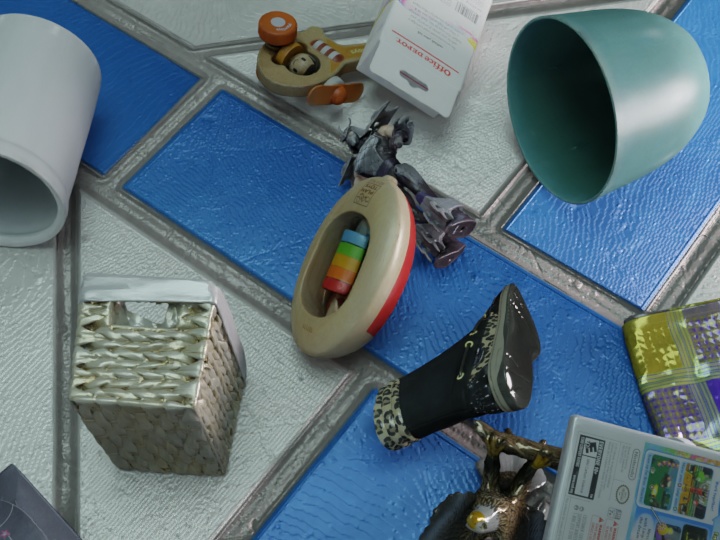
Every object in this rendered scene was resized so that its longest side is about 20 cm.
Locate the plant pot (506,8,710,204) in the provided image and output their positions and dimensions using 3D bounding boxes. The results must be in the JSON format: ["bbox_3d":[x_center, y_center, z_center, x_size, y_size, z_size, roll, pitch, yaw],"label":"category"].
[{"bbox_3d":[0.279,-0.190,1.321,0.159,0.202,0.202,-17,56,-23],"label":"plant pot"}]

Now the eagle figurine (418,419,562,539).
[{"bbox_3d":[0.116,0.245,1.103,0.151,0.149,0.203,13,86,58],"label":"eagle figurine"}]

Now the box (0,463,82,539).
[{"bbox_3d":[-0.289,0.298,1.080,0.132,0.115,0.199,-40,63,-21],"label":"box"}]

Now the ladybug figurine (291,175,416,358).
[{"bbox_3d":[0.000,0.000,1.251,0.135,0.071,0.202,23,87,52],"label":"ladybug figurine"}]

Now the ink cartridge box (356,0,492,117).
[{"bbox_3d":[0.071,-0.265,1.423,0.116,0.067,0.202,30,58,-14],"label":"ink cartridge box"}]

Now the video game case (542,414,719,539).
[{"bbox_3d":[0.245,0.245,1.044,0.179,0.024,0.203,14,83,-2],"label":"video game case"}]

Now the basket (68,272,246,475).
[{"bbox_3d":[-0.190,0.105,1.152,0.133,0.201,0.125,3,61,5],"label":"basket"}]

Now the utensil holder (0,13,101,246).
[{"bbox_3d":[-0.386,-0.158,1.350,0.167,0.171,0.203,3,56,6],"label":"utensil holder"}]

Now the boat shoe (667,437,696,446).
[{"bbox_3d":[0.331,0.246,1.109,0.065,0.073,0.202,2,58,-41],"label":"boat shoe"}]

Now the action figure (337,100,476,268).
[{"bbox_3d":[0.040,-0.097,1.318,0.069,0.131,0.200,-20,58,-43],"label":"action figure"}]

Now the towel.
[{"bbox_3d":[0.351,0.118,1.212,0.141,0.023,0.202,-8,57,-2],"label":"towel"}]

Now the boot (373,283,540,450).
[{"bbox_3d":[0.096,0.093,1.205,0.152,0.074,0.204,-24,18,21],"label":"boot"}]

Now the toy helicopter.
[{"bbox_3d":[-0.025,-0.244,1.442,0.197,0.080,0.133,-11,50,-18],"label":"toy helicopter"}]
